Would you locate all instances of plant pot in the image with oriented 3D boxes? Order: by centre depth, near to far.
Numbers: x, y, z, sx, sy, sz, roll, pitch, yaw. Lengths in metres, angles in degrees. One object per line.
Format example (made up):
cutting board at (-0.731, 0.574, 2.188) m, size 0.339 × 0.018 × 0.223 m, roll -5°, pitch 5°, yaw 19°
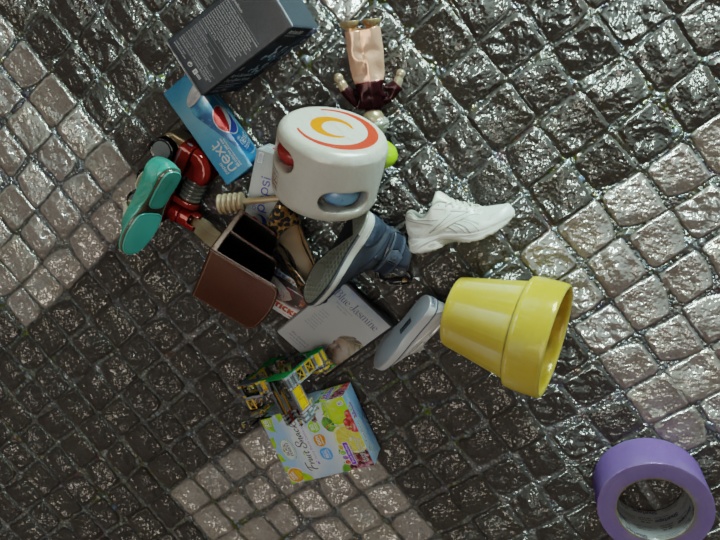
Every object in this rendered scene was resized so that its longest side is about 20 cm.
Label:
plant pot at (0.248, 0.097, 1.124) m, size 0.189 × 0.201 × 0.201 m, roll 16°, pitch 112°, yaw 24°

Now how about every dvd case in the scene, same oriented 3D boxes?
dvd case at (-0.050, 0.113, 1.268) m, size 0.143 × 0.018 × 0.200 m, roll 44°, pitch 118°, yaw -13°

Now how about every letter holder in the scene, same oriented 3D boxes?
letter holder at (-0.205, 0.007, 1.174) m, size 0.142 × 0.101 × 0.200 m, roll 33°, pitch 147°, yaw -6°

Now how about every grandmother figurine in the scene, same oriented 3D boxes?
grandmother figurine at (0.017, -0.324, 1.107) m, size 0.121 × 0.061 × 0.200 m, roll -3°, pitch 110°, yaw 8°

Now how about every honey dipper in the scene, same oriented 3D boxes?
honey dipper at (-0.159, -0.129, 1.157) m, size 0.200 × 0.038 × 0.038 m, roll -5°, pitch 107°, yaw 9°

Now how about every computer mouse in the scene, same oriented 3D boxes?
computer mouse at (0.000, 0.027, 1.240) m, size 0.200 × 0.034 × 0.059 m, roll -10°, pitch 104°, yaw 17°

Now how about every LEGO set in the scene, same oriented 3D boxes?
LEGO set at (-0.137, 0.241, 1.269) m, size 0.200 × 0.154 × 0.116 m, roll -19°, pitch 101°, yaw 30°

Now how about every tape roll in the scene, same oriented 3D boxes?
tape roll at (0.543, 0.421, 1.206) m, size 0.200 × 0.085 × 0.200 m, roll 4°, pitch 109°, yaw 12°

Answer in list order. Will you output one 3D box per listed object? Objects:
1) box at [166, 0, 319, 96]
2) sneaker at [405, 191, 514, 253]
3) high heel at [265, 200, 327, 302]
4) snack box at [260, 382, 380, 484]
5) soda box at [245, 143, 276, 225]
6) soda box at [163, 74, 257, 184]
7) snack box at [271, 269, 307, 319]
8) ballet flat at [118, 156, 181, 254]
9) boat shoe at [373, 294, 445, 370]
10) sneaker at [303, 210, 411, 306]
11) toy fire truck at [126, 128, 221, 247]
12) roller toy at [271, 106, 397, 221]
box at (-0.193, -0.396, 1.085) m, size 0.200 × 0.148 × 0.107 m, roll -30°, pitch 99°, yaw 22°
sneaker at (0.167, -0.096, 1.135) m, size 0.200 × 0.078 × 0.099 m, roll -15°, pitch 100°, yaw 17°
high heel at (-0.104, -0.030, 1.165) m, size 0.143 × 0.071 × 0.200 m, roll 45°, pitch 156°, yaw 25°
snack box at (-0.083, 0.342, 1.348) m, size 0.200 × 0.068 × 0.169 m, roll -20°, pitch 103°, yaw 21°
soda box at (-0.174, -0.131, 1.212) m, size 0.063 × 0.068 × 0.200 m, roll 18°, pitch 112°, yaw 6°
soda box at (-0.269, -0.264, 1.194) m, size 0.068 × 0.064 × 0.200 m, roll -32°, pitch 99°, yaw 21°
snack box at (-0.189, 0.026, 1.292) m, size 0.200 × 0.024 × 0.072 m, roll 32°, pitch 114°, yaw 2°
ballet flat at (-0.389, -0.122, 1.169) m, size 0.070 × 0.067 × 0.200 m, roll 48°, pitch 115°, yaw 27°
boat shoe at (0.099, 0.131, 1.230) m, size 0.065 × 0.074 × 0.200 m, roll 24°, pitch 128°, yaw -22°
sneaker at (0.001, 0.000, 1.160) m, size 0.146 × 0.077 × 0.202 m, roll 26°, pitch 108°, yaw -40°
toy fire truck at (-0.318, -0.143, 1.219) m, size 0.200 × 0.129 × 0.176 m, roll 32°, pitch 112°, yaw -4°
roller toy at (-0.056, -0.174, 1.070) m, size 0.200 × 0.182 × 0.140 m, roll 23°, pitch 128°, yaw 12°
